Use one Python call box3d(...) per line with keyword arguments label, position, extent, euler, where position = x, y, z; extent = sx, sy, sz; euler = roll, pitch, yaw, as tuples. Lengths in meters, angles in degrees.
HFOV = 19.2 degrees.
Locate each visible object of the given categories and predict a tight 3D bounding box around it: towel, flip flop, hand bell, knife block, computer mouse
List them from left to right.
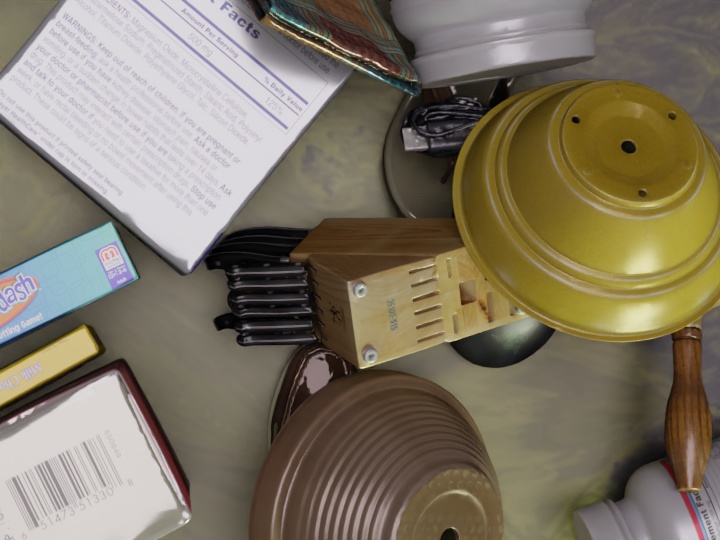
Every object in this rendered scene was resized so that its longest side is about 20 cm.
box3d(label="towel", position=(-0.043, -0.203, 1.405), extent=(0.146, 0.200, 0.022), euler=(21, 119, -40))
box3d(label="knife block", position=(0.000, 0.000, 1.454), extent=(0.199, 0.175, 0.064), euler=(-17, 114, -21))
box3d(label="flip flop", position=(0.077, -0.122, 1.496), extent=(0.081, 0.058, 0.201), euler=(26, 87, -5))
box3d(label="computer mouse", position=(0.099, -0.020, 1.471), extent=(0.138, 0.053, 0.201), euler=(-6, 110, -12))
box3d(label="hand bell", position=(0.224, 0.053, 1.463), extent=(0.103, 0.104, 0.201), euler=(5, 74, -6))

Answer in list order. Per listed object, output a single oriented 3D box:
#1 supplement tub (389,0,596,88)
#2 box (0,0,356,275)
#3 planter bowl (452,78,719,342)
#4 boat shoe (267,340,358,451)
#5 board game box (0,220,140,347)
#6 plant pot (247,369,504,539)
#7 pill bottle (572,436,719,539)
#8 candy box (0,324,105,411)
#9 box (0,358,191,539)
box3d(label="supplement tub", position=(0.081, -0.230, 1.413), extent=(0.139, 0.140, 0.201), euler=(-9, 91, -6))
box3d(label="box", position=(-0.126, -0.130, 1.453), extent=(0.184, 0.105, 0.200), euler=(40, 87, -4))
box3d(label="planter bowl", position=(0.164, -0.061, 1.380), extent=(0.199, 0.084, 0.201), euler=(4, 60, -8))
box3d(label="boat shoe", position=(-0.029, 0.150, 1.476), extent=(0.074, 0.075, 0.204), euler=(3, 89, -6))
box3d(label="board game box", position=(-0.245, 0.030, 1.417), extent=(0.199, 0.152, 0.045), euler=(-26, 92, -6))
box3d(label="plant pot", position=(0.029, 0.172, 1.427), extent=(0.200, 0.092, 0.202), euler=(-7, 102, -38))
box3d(label="pill bottle", position=(0.255, 0.173, 1.488), extent=(0.199, 0.109, 0.109), euler=(-19, 92, -5))
box3d(label="candy box", position=(-0.266, 0.093, 1.440), extent=(0.199, 0.102, 0.027), euler=(-29, 93, -5))
box3d(label="box", position=(-0.189, 0.134, 1.398), extent=(0.127, 0.200, 0.109), euler=(-27, 92, -5))
